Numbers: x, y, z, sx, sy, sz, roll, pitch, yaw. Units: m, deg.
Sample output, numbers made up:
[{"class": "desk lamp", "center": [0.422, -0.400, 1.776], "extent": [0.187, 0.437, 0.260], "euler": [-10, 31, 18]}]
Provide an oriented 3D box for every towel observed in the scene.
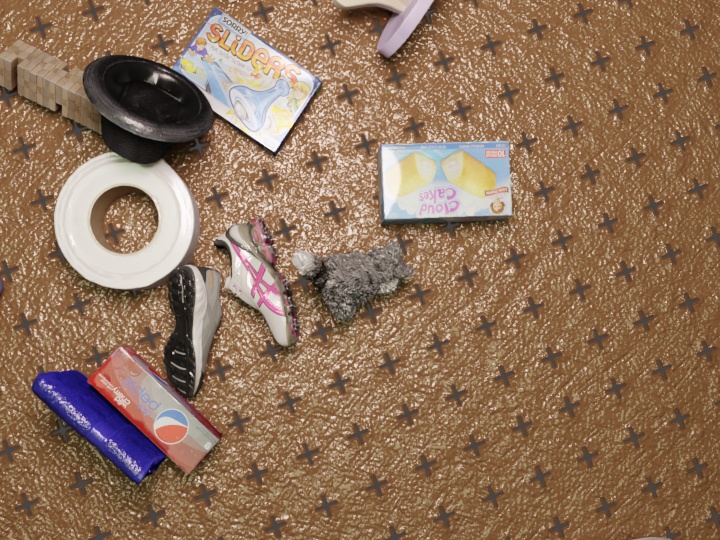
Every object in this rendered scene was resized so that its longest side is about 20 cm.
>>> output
[{"class": "towel", "center": [-0.359, 0.213, 1.007], "extent": [0.200, 0.148, 0.050], "euler": [41, 76, -1]}]

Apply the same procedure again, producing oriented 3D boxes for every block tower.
[{"class": "block tower", "center": [-0.437, -0.267, 1.060], "extent": [0.199, 0.054, 0.058], "euler": [24, 46, -4]}]

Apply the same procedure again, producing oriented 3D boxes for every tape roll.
[{"class": "tape roll", "center": [-0.340, -0.072, 1.061], "extent": [0.200, 0.071, 0.205], "euler": [0, 87, -4]}]

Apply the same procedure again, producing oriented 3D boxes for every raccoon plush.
[{"class": "raccoon plush", "center": [0.000, 0.000, 1.034], "extent": [0.133, 0.200, 0.097], "euler": [-30, 76, 7]}]

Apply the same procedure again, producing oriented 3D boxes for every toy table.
[{"class": "toy table", "center": [0.051, -0.438, 1.071], "extent": [0.117, 0.184, 0.201], "euler": [34, 72, -18]}]

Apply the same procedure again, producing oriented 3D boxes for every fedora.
[{"class": "fedora", "center": [-0.304, -0.215, 1.007], "extent": [0.200, 0.201, 0.092], "euler": [33, 121, -3]}]

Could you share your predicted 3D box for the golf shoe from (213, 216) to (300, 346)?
[{"class": "golf shoe", "center": [-0.152, 0.025, 1.075], "extent": [0.091, 0.073, 0.202], "euler": [-22, 80, 0]}]

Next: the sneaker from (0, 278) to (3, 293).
[{"class": "sneaker", "center": [-0.618, 0.054, 1.034], "extent": [0.199, 0.082, 0.074], "euler": [-22, 65, -23]}]

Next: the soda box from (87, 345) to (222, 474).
[{"class": "soda box", "center": [-0.299, 0.202, 1.053], "extent": [0.200, 0.063, 0.070], "euler": [44, 83, -1]}]

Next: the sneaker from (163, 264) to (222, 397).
[{"class": "sneaker", "center": [-0.239, 0.091, 1.060], "extent": [0.073, 0.079, 0.202], "euler": [15, 102, 34]}]

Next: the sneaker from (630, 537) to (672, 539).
[{"class": "sneaker", "center": [0.403, 0.498, 1.092], "extent": [0.198, 0.081, 0.148], "euler": [-6, 83, -11]}]

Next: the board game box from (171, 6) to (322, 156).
[{"class": "board game box", "center": [-0.177, -0.289, 1.104], "extent": [0.199, 0.034, 0.136], "euler": [33, 85, -3]}]

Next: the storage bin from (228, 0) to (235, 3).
[{"class": "storage bin", "center": [-0.152, -0.546, 1.090], "extent": [0.197, 0.094, 0.202], "euler": [-21, 89, -6]}]

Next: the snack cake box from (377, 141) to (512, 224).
[{"class": "snack cake box", "center": [0.128, -0.133, 1.107], "extent": [0.198, 0.067, 0.116], "euler": [-3, 87, -5]}]
